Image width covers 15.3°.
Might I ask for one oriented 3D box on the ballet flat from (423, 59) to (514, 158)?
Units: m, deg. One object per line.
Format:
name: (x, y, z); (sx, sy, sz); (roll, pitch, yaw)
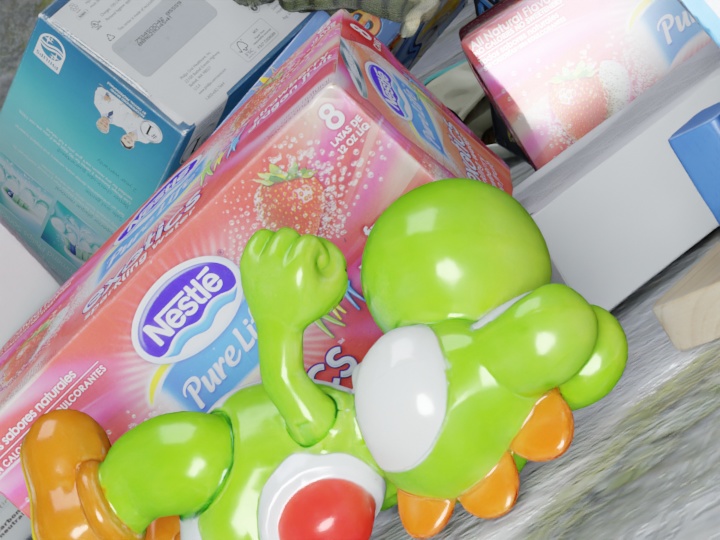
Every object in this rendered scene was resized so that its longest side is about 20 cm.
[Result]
ballet flat: (0.105, -0.107, 1.510); (0.069, 0.070, 0.200); (-38, 4, -41)

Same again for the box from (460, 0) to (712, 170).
box: (0.150, -0.116, 1.175); (0.199, 0.095, 0.103); (-32, 6, 6)

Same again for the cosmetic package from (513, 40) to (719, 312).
cosmetic package: (0.127, -0.045, 1.041); (0.200, 0.051, 0.082); (-36, 6, -25)

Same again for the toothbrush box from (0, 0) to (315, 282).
toothbrush box: (-0.095, -0.070, 1.217); (0.146, 0.085, 0.200); (-47, -8, -37)

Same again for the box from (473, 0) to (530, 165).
box: (0.142, -0.180, 1.373); (0.198, 0.201, 0.050); (-36, 47, -25)

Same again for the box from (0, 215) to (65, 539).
box: (-0.219, 0.046, 1.089); (0.199, 0.131, 0.200); (-45, -34, -6)

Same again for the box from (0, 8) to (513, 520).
box: (-0.043, 0.014, 0.986); (0.200, 0.095, 0.103); (-44, 14, 16)

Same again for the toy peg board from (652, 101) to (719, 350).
toy peg board: (0.194, -0.087, 0.853); (0.199, 0.098, 0.200); (-24, 10, 47)

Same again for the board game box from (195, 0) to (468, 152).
board game box: (-0.020, -0.074, 1.172); (0.200, 0.034, 0.135); (-50, -4, -10)

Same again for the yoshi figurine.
yoshi figurine: (-0.008, 0.037, 0.861); (0.199, 0.112, 0.112); (-26, 3, 24)

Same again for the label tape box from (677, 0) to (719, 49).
label tape box: (0.173, -0.150, 0.981); (0.143, 0.066, 0.200); (-42, -3, 12)

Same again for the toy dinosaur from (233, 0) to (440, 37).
toy dinosaur: (0.004, -0.134, 1.068); (0.088, 0.047, 0.200); (-53, 27, -7)

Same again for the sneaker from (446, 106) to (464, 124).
sneaker: (0.000, 0.000, 1.128); (0.200, 0.090, 0.076); (-49, -16, -41)
